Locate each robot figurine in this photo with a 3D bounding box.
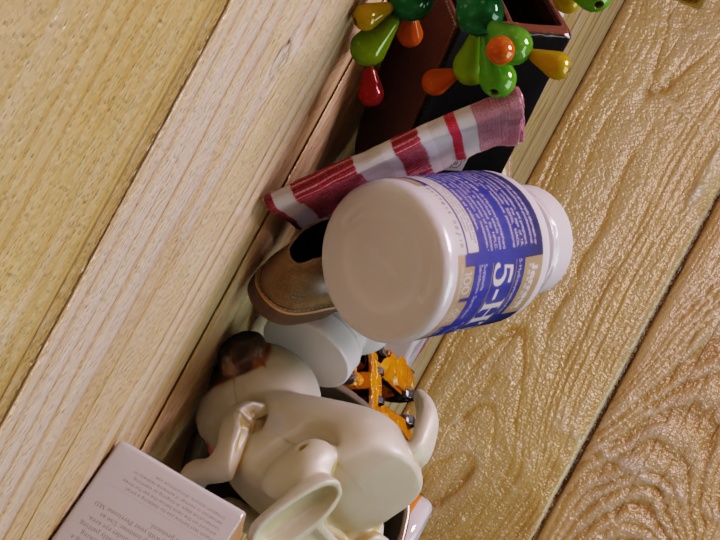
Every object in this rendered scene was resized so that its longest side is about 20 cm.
[{"bbox_3d":[0.010,0.129,1.641,0.200,0.058,0.147,43,44,-65],"label":"robot figurine"}]

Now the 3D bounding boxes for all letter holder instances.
[{"bbox_3d":[0.068,-0.164,1.331,0.201,0.100,0.143,115,-34,-43],"label":"letter holder"}]

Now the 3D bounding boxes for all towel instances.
[{"bbox_3d":[0.031,-0.079,1.226,0.198,0.023,0.144,-23,173,4],"label":"towel"}]

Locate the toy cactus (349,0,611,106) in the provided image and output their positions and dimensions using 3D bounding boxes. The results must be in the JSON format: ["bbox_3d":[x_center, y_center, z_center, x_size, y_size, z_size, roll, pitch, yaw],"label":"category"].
[{"bbox_3d":[0.069,-0.199,1.129,0.102,0.199,0.167,-13,92,-52],"label":"toy cactus"}]

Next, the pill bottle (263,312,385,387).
[{"bbox_3d":[0.000,0.000,1.411,0.201,0.108,0.109,-55,170,-35],"label":"pill bottle"}]

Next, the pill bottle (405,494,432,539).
[{"bbox_3d":[-0.038,0.232,1.637,0.114,0.199,0.113,-59,172,-13],"label":"pill bottle"}]

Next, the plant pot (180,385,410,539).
[{"bbox_3d":[-0.079,0.209,1.430,0.201,0.199,0.174,-56,-174,-31],"label":"plant pot"}]

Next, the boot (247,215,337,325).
[{"bbox_3d":[0.007,-0.013,1.303,0.199,0.074,0.076,-17,153,-42],"label":"boot"}]

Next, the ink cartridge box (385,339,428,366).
[{"bbox_3d":[0.059,0.026,1.969,0.201,0.085,0.148,-67,170,27],"label":"ink cartridge box"}]

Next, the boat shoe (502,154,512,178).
[{"bbox_3d":[0.119,-0.160,1.421,0.074,0.066,0.202,-27,-118,61],"label":"boat shoe"}]

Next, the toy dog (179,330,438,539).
[{"bbox_3d":[-0.055,0.131,1.272,0.194,0.200,0.139,-49,135,0],"label":"toy dog"}]

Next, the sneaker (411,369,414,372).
[{"bbox_3d":[0.006,0.144,2.171,0.090,0.078,0.200,-44,174,17],"label":"sneaker"}]

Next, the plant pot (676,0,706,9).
[{"bbox_3d":[0.328,-0.431,1.773,0.196,0.193,0.202,55,59,-81],"label":"plant pot"}]

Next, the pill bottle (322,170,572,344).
[{"bbox_3d":[0.075,-0.015,1.254,0.199,0.119,0.120,-10,132,-51],"label":"pill bottle"}]

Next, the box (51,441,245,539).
[{"bbox_3d":[-0.177,0.250,1.145,0.201,0.106,0.153,-58,171,-29],"label":"box"}]
